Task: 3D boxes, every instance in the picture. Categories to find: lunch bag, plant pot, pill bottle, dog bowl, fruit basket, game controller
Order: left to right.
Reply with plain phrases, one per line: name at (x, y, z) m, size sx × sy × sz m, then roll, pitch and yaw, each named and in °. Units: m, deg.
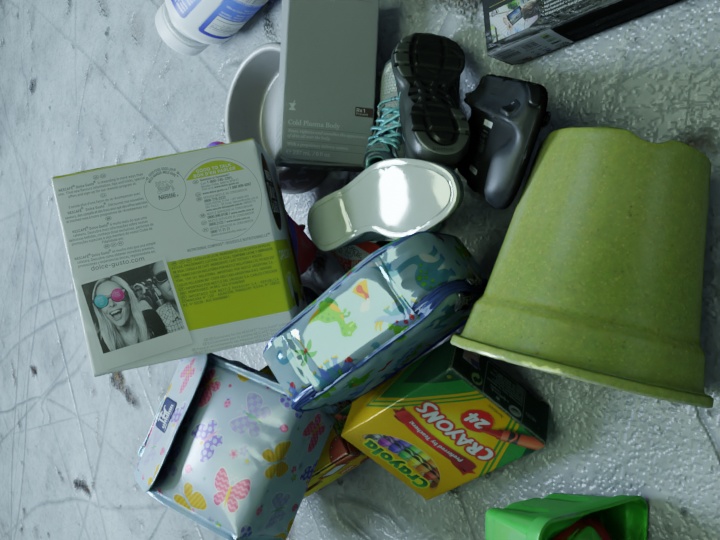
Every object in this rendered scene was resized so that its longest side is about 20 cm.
pill bottle at (-0.196, -0.382, 0.965) m, size 0.200 × 0.112 × 0.112 m, roll -25°, pitch 74°, yaw 42°
lunch bag at (-0.153, 0.186, 0.783) m, size 0.200 × 0.127 × 0.170 m, roll 19°, pitch 79°, yaw 31°
dog bowl at (-0.104, -0.200, 0.918) m, size 0.200 × 0.059 × 0.200 m, roll 1°, pitch 92°, yaw 45°
lunch bag at (0.022, 0.048, 0.662) m, size 0.200 × 0.161 × 0.083 m, roll -39°, pitch 74°, yaw 18°
game controller at (0.122, -0.122, 0.640) m, size 0.200 × 0.042 × 0.105 m, roll -95°, pitch 12°, yaw -72°
fruit basket at (0.191, 0.296, 0.574) m, size 0.215 × 0.155 × 0.216 m, roll 3°, pitch 93°, yaw 59°
plant pot at (0.189, -0.008, 0.563) m, size 0.200 × 0.200 × 0.185 m, roll 11°, pitch 87°, yaw 44°

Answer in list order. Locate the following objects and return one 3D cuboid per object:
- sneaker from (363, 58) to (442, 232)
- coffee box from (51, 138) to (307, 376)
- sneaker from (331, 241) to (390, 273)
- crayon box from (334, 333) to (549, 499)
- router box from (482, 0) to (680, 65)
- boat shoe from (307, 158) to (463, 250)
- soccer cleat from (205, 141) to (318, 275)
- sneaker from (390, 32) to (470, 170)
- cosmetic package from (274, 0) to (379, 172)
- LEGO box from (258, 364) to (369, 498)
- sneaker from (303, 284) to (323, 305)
sneaker at (0.045, -0.135, 0.754) m, size 0.078 × 0.086 × 0.200 m, roll -9°, pitch 85°, yaw 43°
coffee box at (-0.177, -0.018, 0.761) m, size 0.200 × 0.200 × 0.198 m, roll -12°, pitch 93°, yaw -1°
sneaker at (0.000, 0.000, 0.815) m, size 0.201 × 0.067 × 0.108 m, roll 31°, pitch 121°, yaw 46°
crayon box at (0.072, 0.160, 0.716) m, size 0.127 × 0.051 × 0.200 m, roll 38°, pitch 130°, yaw -14°
router box at (0.199, -0.287, 0.622) m, size 0.200 × 0.051 × 0.149 m, roll -10°, pitch 83°, yaw 44°
boat shoe at (0.029, -0.063, 0.673) m, size 0.200 × 0.062 × 0.073 m, roll -14°, pitch 90°, yaw 49°
soccer cleat at (-0.135, -0.073, 0.885) m, size 0.200 × 0.076 × 0.067 m, roll 51°, pitch 145°, yaw -7°
sneaker at (0.063, -0.159, 0.703) m, size 0.079 × 0.075 × 0.200 m, roll 98°, pitch 176°, yaw -53°
cosmetic package at (-0.039, -0.215, 0.800) m, size 0.090 × 0.107 × 0.200 m, roll -160°, pitch 71°, yaw -78°
LEGO box at (-0.106, 0.208, 0.869) m, size 0.200 × 0.077 × 0.149 m, roll -34°, pitch 66°, yaw 14°
sneaker at (-0.140, 0.043, 0.902) m, size 0.202 × 0.146 × 0.077 m, roll 20°, pitch 104°, yaw 41°
